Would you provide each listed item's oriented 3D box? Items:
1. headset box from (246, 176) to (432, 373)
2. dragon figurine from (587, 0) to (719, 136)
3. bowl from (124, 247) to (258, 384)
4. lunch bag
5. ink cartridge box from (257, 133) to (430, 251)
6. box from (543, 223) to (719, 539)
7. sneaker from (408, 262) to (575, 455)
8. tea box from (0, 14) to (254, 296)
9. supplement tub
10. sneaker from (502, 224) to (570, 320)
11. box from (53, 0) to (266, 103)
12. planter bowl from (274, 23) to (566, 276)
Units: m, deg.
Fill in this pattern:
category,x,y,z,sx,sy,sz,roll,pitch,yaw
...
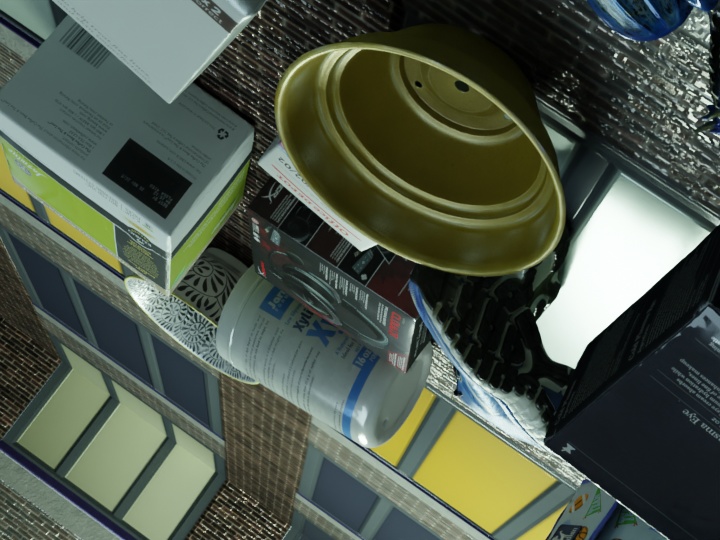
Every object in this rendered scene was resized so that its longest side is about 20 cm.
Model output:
category,x,y,z,sx,sy,sz,roll,pitch,yaw
headset box,0.000,0.000,1.150,0.199,0.078,0.149,34,161,11
dragon figurine,0.133,-0.140,0.552,0.200,0.100,0.059,41,160,-12
bowl,-0.173,0.036,1.509,0.199,0.095,0.201,33,161,12
lunch bag,0.260,0.307,1.265,0.199,0.171,0.124,17,151,44
ink cartridge box,-0.003,-0.082,0.974,0.115,0.068,0.200,40,161,-10
box,0.251,0.093,0.796,0.199,0.104,0.182,37,138,-2
sneaker,0.091,0.068,0.933,0.089,0.079,0.200,-2,136,49
tea box,-0.220,-0.106,1.196,0.199,0.134,0.197,36,160,2
supplement tub,-0.036,0.082,1.322,0.198,0.133,0.132,28,160,20
sneaker,0.106,-0.001,0.993,0.088,0.077,0.201,40,156,19
box,-0.127,-0.231,0.748,0.199,0.131,0.200,41,160,-12
planter bowl,0.051,-0.093,0.807,0.198,0.084,0.201,23,149,14
